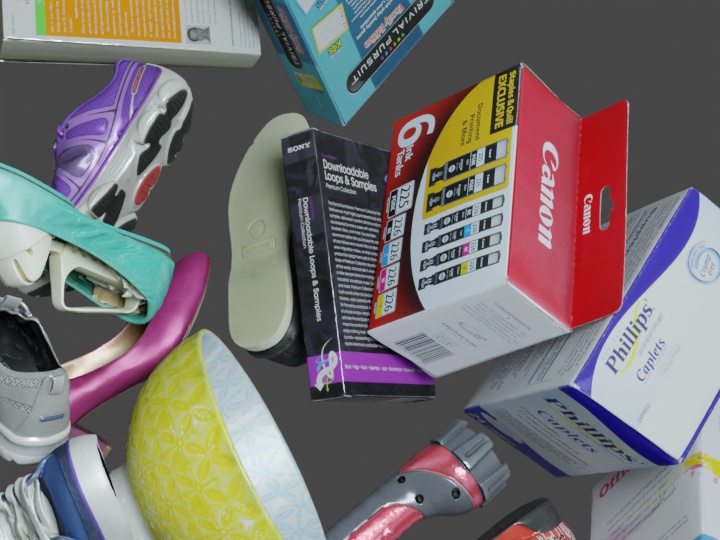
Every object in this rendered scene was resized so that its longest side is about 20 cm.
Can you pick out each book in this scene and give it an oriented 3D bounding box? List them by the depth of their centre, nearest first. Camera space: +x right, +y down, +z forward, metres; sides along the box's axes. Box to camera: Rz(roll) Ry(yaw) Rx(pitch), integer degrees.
[{"bbox_3d":[-0.181,-0.229,1.190,0.200,0.048,0.134,0,76,-18],"label":"book"}]

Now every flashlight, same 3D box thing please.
[{"bbox_3d":[0.022,0.198,1.159,0.200,0.068,0.068,-39,107,-20],"label":"flashlight"}]

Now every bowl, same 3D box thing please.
[{"bbox_3d":[-0.112,0.153,1.077,0.108,0.200,0.200,-28,88,4],"label":"bowl"}]

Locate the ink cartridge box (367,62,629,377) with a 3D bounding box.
[{"bbox_3d":[0.105,-0.044,1.139,0.084,0.175,0.200,35,48,-36],"label":"ink cartridge box"}]

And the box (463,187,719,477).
[{"bbox_3d":[0.200,0.055,1.171,0.105,0.200,0.184,37,71,-9],"label":"box"}]

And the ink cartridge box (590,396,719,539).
[{"bbox_3d":[0.269,0.224,1.144,0.146,0.147,0.200,28,37,-12],"label":"ink cartridge box"}]

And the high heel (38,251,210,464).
[{"bbox_3d":[-0.191,0.053,1.115,0.096,0.067,0.200,36,74,-19],"label":"high heel"}]

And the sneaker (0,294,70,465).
[{"bbox_3d":[-0.253,0.039,1.060,0.075,0.082,0.200,-13,48,-46],"label":"sneaker"}]

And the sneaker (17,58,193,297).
[{"bbox_3d":[-0.204,-0.070,1.148,0.083,0.081,0.200,27,75,20],"label":"sneaker"}]

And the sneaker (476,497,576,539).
[{"bbox_3d":[0.095,0.269,1.167,0.201,0.067,0.108,-31,87,-23],"label":"sneaker"}]

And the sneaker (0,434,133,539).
[{"bbox_3d":[-0.233,0.180,1.010,0.146,0.200,0.081,-18,74,-18],"label":"sneaker"}]

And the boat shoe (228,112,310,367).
[{"bbox_3d":[-0.059,-0.024,1.182,0.063,0.074,0.202,33,53,-50],"label":"boat shoe"}]

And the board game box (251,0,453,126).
[{"bbox_3d":[-0.015,-0.235,1.176,0.047,0.200,0.151,25,65,36],"label":"board game box"}]

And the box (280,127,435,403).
[{"bbox_3d":[0.000,0.000,1.164,0.143,0.036,0.201,10,72,-59],"label":"box"}]

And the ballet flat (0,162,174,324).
[{"bbox_3d":[-0.208,-0.013,1.043,0.200,0.067,0.071,28,57,-41],"label":"ballet flat"}]
